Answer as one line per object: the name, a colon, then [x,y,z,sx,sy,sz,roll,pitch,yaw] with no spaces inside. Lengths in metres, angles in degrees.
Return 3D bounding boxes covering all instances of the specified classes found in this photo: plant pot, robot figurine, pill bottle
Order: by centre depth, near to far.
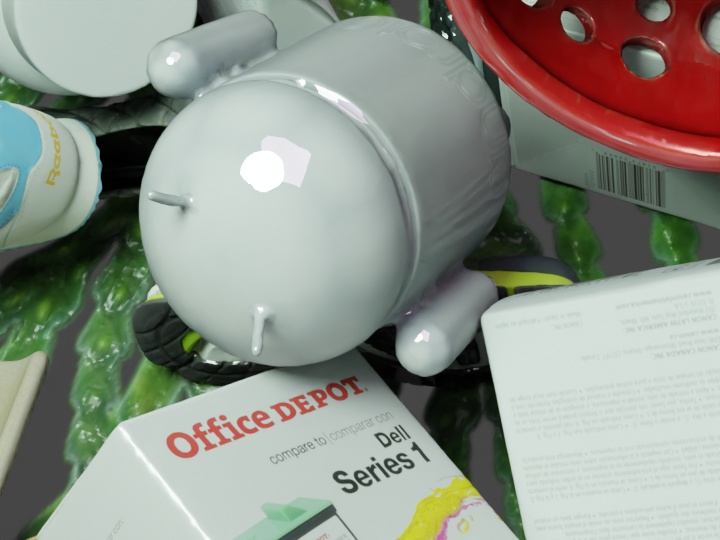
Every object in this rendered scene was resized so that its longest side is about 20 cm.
plant pot: [0.144,-0.169,0.905,0.199,0.201,0.183,10,56,15]
robot figurine: [-0.013,-0.033,0.927,0.170,0.113,0.200,45,34,5]
pill bottle: [-0.143,-0.146,1.085,0.112,0.113,0.200,-29,26,-10]

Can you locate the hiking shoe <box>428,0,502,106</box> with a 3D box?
hiking shoe: [0.076,-0.166,1.114,0.086,0.074,0.202,0,77,-3]

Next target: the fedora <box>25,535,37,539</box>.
fedora: [-0.103,0.171,0.934,0.199,0.082,0.202,-4,57,6]

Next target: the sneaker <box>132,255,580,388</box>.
sneaker: [0.000,0.000,1.040,0.198,0.074,0.081,2,54,8]

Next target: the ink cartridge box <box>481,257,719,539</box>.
ink cartridge box: [0.139,0.098,0.894,0.162,0.057,0.201,-10,96,35]

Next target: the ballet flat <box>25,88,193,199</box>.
ballet flat: [-0.098,-0.049,1.071,0.199,0.067,0.057,-6,51,33]

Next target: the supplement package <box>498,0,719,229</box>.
supplement package: [0.156,-0.141,1.076,0.121,0.120,0.201,18,62,20]

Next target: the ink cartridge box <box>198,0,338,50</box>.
ink cartridge box: [-0.053,-0.170,1.069,0.057,0.201,0.163,-18,56,-15]

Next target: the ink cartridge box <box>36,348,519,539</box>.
ink cartridge box: [-0.005,0.137,0.881,0.200,0.084,0.144,49,36,19]

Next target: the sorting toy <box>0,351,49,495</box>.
sorting toy: [-0.247,0.091,1.000,0.198,0.037,0.186,-3,36,11]

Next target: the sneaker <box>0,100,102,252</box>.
sneaker: [-0.217,-0.024,1.053,0.199,0.081,0.077,-26,69,23]
